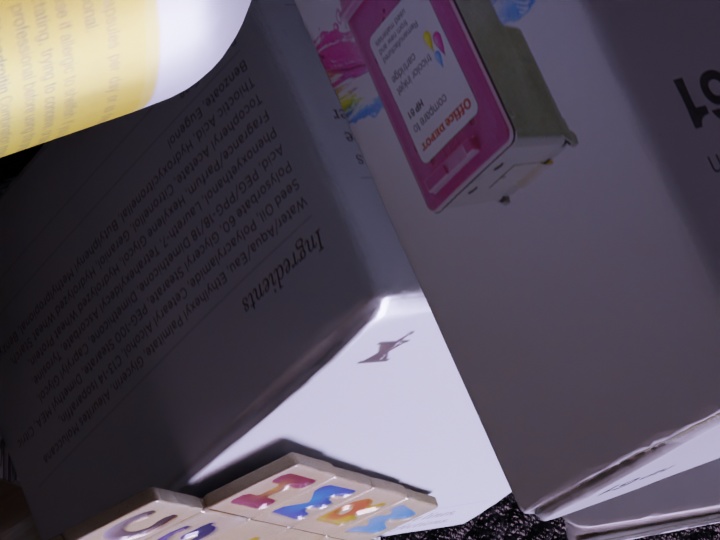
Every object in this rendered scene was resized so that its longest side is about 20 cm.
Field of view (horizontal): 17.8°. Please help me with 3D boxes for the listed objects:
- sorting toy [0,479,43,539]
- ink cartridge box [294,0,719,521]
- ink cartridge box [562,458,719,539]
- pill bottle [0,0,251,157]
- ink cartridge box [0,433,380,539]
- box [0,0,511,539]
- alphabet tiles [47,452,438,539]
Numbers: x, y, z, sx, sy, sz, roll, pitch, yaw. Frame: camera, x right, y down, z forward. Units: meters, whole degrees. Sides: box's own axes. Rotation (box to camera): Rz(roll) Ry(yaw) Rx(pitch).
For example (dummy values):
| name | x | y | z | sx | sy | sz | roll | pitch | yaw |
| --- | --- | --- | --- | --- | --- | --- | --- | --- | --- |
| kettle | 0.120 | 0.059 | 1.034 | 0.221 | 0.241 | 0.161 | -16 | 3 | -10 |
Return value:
| name | x | y | z | sx | sy | sz | roll | pitch | yaw |
| --- | --- | --- | --- | --- | --- | --- | --- | --- | --- |
| sorting toy | -0.223 | 0.117 | 0.843 | 0.200 | 0.070 | 0.199 | -33 | -171 | -18 |
| ink cartridge box | 0.067 | -0.063 | 0.509 | 0.144 | 0.201 | 0.085 | -16 | 169 | -40 |
| ink cartridge box | 0.135 | -0.009 | 0.694 | 0.084 | 0.146 | 0.199 | -16 | 175 | 42 |
| pill bottle | -0.086 | -0.068 | 0.376 | 0.199 | 0.113 | 0.112 | -20 | 170 | -16 |
| ink cartridge box | -0.106 | 0.091 | 1.018 | 0.199 | 0.085 | 0.146 | 19 | -157 | 41 |
| box | 0.000 | 0.000 | 0.783 | 0.198 | 0.131 | 0.200 | -3 | 151 | -43 |
| alphabet tiles | -0.067 | 0.107 | 0.780 | 0.166 | 0.006 | 0.200 | -27 | 160 | 15 |
